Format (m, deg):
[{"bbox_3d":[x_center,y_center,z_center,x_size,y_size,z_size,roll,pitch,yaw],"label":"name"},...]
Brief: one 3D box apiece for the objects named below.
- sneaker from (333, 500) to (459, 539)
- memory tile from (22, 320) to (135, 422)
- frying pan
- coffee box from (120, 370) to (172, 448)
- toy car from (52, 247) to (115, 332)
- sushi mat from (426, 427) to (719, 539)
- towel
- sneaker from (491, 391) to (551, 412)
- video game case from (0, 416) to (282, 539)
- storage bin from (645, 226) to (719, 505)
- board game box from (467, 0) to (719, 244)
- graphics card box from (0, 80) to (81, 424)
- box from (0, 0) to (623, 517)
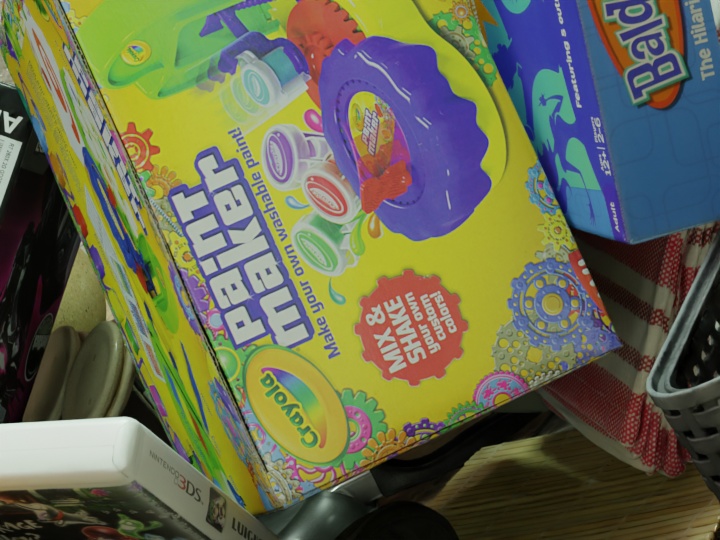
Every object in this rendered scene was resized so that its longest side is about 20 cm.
[{"bbox_3d":[0.022,0.125,0.724,0.104,0.060,0.200,-28,18,33],"label":"sneaker"},{"bbox_3d":[-0.144,0.119,1.027,0.153,0.017,0.201,-9,64,63],"label":"memory tile"},{"bbox_3d":[-0.015,0.104,0.988,0.190,0.031,0.115,-32,12,28],"label":"frying pan"},{"bbox_3d":[-0.054,0.038,1.150,0.200,0.080,0.113,-44,5,-42],"label":"coffee box"},{"bbox_3d":[-0.182,0.037,1.281,0.164,0.201,0.158,-23,15,44],"label":"toy car"},{"bbox_3d":[0.079,0.078,0.861,0.096,0.012,0.200,-40,13,-36],"label":"sushi mat"},{"bbox_3d":[0.098,-0.043,0.850,0.030,0.201,0.146,9,9,-16],"label":"towel"},{"bbox_3d":[0.000,0.000,0.993,0.199,0.107,0.075,-6,27,16],"label":"sneaker"},{"bbox_3d":[-0.119,0.097,0.835,0.199,0.182,0.023,-4,62,25],"label":"video game case"},{"bbox_3d":[0.175,0.006,0.690,0.135,0.094,0.200,-27,14,29],"label":"storage bin"},{"bbox_3d":[0.054,-0.096,0.800,0.045,0.153,0.200,-16,10,-12],"label":"board game box"},{"bbox_3d":[-0.162,0.024,0.987,0.125,0.051,0.201,26,-99,-81],"label":"graphics card box"},{"bbox_3d":[-0.028,-0.031,0.837,0.121,0.201,0.193,-24,-3,-11],"label":"box"}]
